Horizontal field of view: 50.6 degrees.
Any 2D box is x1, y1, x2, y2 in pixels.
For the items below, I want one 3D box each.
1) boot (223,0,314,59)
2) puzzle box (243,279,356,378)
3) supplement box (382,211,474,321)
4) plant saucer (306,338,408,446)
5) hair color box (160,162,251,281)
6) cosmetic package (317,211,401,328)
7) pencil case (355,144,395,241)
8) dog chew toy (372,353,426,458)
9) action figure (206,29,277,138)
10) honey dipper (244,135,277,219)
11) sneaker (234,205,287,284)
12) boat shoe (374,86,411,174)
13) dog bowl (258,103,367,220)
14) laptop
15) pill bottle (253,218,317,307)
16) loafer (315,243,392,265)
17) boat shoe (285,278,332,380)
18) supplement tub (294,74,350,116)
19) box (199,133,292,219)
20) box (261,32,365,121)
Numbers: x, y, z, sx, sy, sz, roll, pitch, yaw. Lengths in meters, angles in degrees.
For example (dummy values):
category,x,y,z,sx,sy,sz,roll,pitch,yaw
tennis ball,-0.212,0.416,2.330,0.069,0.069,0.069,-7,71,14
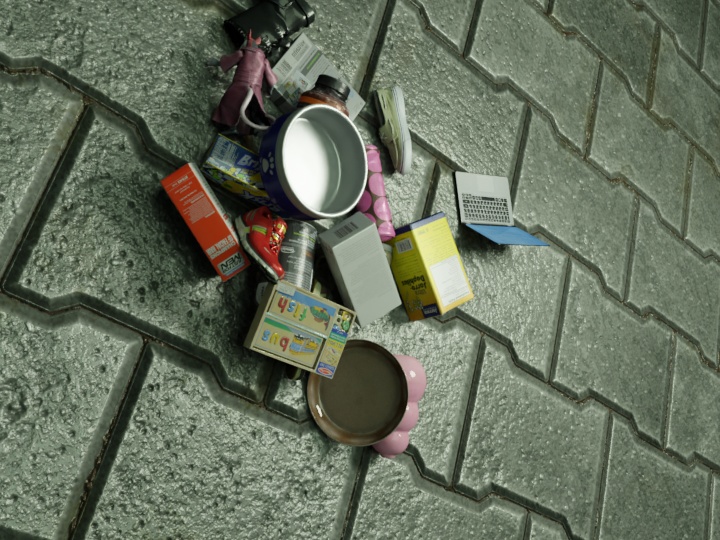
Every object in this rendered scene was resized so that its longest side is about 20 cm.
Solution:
category,x,y,z,sx,sy,sz,roll,pitch,yaw
boot,-0.203,-0.521,1.522,0.162,0.073,0.199,-41,89,-20
puzzle box,-0.105,0.106,1.373,0.199,0.025,0.135,25,84,-39
supplement box,0.143,-0.008,1.643,0.108,0.109,0.203,-21,92,-38
plant saucer,-0.004,0.232,1.459,0.032,0.197,0.204,16,62,-81
hair color box,-0.268,-0.087,1.343,0.063,0.111,0.202,-32,100,-2
cosmetic package,0.000,0.000,1.491,0.100,0.071,0.202,-29,125,-14
pencil case,0.016,-0.157,1.598,0.089,0.094,0.204,-9,84,7
dog chew toy,0.065,0.270,1.519,0.123,0.124,0.204,13,80,-34
action figure,-0.218,-0.354,1.423,0.132,0.149,0.204,8,88,-19
honey dipper,-0.199,-0.186,1.475,0.038,0.038,0.203,-10,82,-38
sneaker,-0.164,-0.056,1.335,0.084,0.201,0.077,-31,132,-1
boat shoe,0.070,-0.309,1.694,0.061,0.072,0.204,-6,79,-13
dog bowl,-0.084,-0.192,1.376,0.198,0.078,0.204,3,85,-42
laptop,0.337,-0.147,1.817,0.185,0.115,0.204,1,79,-37
pill bottle,-0.142,0.014,1.423,0.105,0.106,0.203,17,70,-33
loafer,-0.010,-0.024,1.552,0.198,0.075,0.071,5,72,-36
boat shoe,-0.092,0.117,1.459,0.064,0.073,0.203,23,67,-25
supplement tub,-0.088,-0.277,1.495,0.106,0.107,0.203,23,87,-30
box,-0.194,-0.169,1.411,0.198,0.070,0.065,28,68,-18
box,-0.098,-0.368,1.586,0.200,0.041,0.157,44,58,-20
